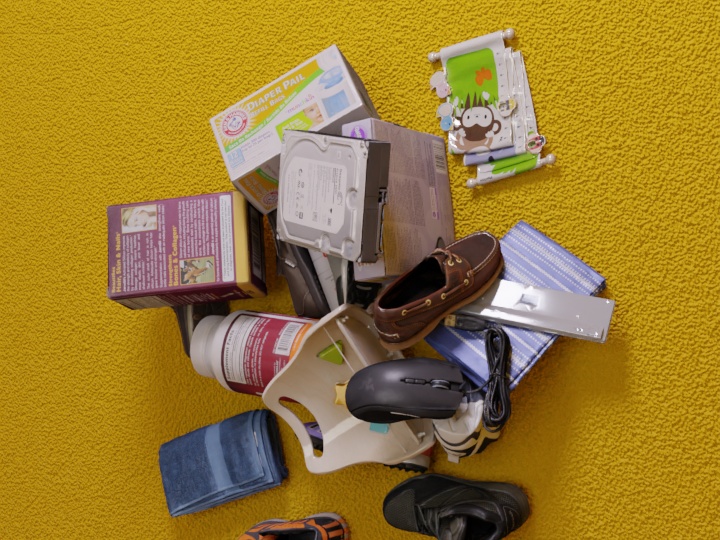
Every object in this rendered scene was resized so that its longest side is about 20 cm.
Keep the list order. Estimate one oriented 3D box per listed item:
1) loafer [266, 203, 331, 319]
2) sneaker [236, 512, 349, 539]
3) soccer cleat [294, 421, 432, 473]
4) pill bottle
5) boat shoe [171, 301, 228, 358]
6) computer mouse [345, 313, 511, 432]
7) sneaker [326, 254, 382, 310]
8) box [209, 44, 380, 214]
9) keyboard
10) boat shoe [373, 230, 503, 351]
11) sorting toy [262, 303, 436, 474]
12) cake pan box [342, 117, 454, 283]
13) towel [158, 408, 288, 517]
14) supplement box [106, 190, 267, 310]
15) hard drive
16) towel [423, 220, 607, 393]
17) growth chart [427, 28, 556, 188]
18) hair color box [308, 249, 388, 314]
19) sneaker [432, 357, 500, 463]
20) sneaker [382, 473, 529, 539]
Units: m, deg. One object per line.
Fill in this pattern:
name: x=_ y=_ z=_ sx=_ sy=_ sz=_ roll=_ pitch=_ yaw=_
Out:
loafer: x=-0.094 y=-0.021 z=1.749 sx=0.071 sy=0.073 sz=0.202 roll=-29 pitch=72 yaw=27
sneaker: x=-0.121 y=0.368 z=1.724 sx=0.199 sy=0.112 sz=0.078 roll=-25 pitch=75 yaw=28
soccer cleat: x=0.006 y=0.212 z=1.689 sx=0.198 sy=0.068 sz=0.074 roll=6 pitch=74 yaw=31
pill bottle: x=-0.126 y=0.113 z=1.740 sx=0.198 sy=0.113 sz=0.114 roll=7 pitch=91 yaw=32
boat shoe: x=-0.237 y=0.030 z=1.844 sx=0.073 sy=0.074 sz=0.203 roll=-14 pitch=72 yaw=40
computer mouse: x=0.079 y=0.109 z=1.504 sx=0.197 sy=0.046 sz=0.142 roll=2 pitch=65 yaw=15
sneaker: x=-0.020 y=-0.040 z=1.643 sx=0.079 sy=0.074 sz=0.203 roll=-14 pitch=74 yaw=36
box: x=-0.081 y=-0.182 z=1.692 sx=0.199 sy=0.101 sz=0.113 roll=-30 pitch=58 yaw=9
keyboard: x=0.199 y=0.042 z=1.538 sx=0.198 sy=0.011 sz=0.057 roll=11 pitch=58 yaw=19
boat shoe: x=0.094 y=0.012 z=1.527 sx=0.070 sy=0.200 sz=0.071 roll=27 pitch=146 yaw=38
sorting toy: x=-0.025 y=0.162 z=1.615 sx=0.179 sy=0.107 sz=0.201 roll=-33 pitch=92 yaw=17
cake pan box: x=0.051 y=-0.083 z=1.600 sx=0.052 sy=0.184 sz=0.203 roll=-9 pitch=84 yaw=30
towel: x=-0.197 y=0.269 z=1.813 sx=0.198 sy=0.048 sz=0.113 roll=-22 pitch=76 yaw=29
supplement box: x=-0.234 y=-0.025 z=1.751 sx=0.197 sy=0.103 sz=0.133 roll=-5 pitch=77 yaw=10
hard drive: x=-0.037 y=-0.091 z=1.538 sx=0.199 sy=0.037 sz=0.142 roll=17 pitch=106 yaw=55
towel: x=0.182 y=0.046 z=1.558 sx=0.144 sy=0.024 sz=0.200 roll=37 pitch=75 yaw=28
growth chart: x=0.159 y=-0.204 z=1.638 sx=0.144 sy=0.018 sz=0.202 roll=-21 pitch=76 yaw=30
hair color box: x=0.000 y=0.000 z=1.699 sx=0.101 sy=0.061 sz=0.202 roll=-28 pitch=75 yaw=26
sneaker: x=0.143 y=0.149 z=1.599 sx=0.079 sy=0.130 sz=0.201 roll=12 pitch=57 yaw=10
sneaker: x=0.097 y=0.303 z=1.591 sx=0.198 sy=0.114 sz=0.077 roll=-1 pitch=103 yaw=33
